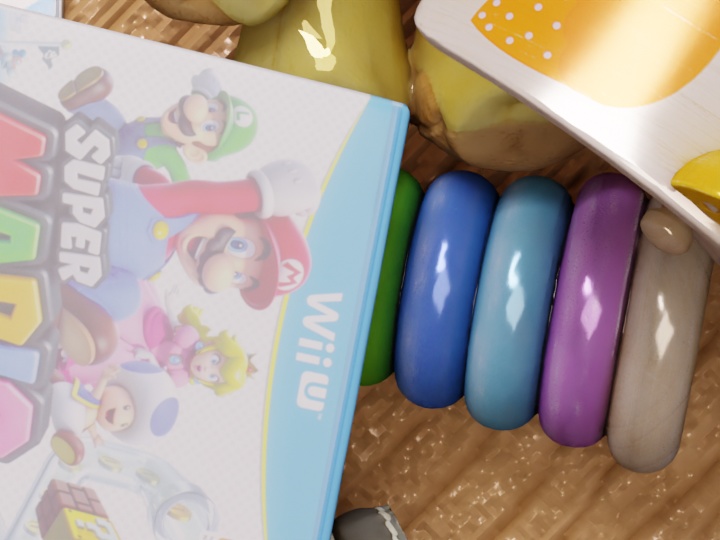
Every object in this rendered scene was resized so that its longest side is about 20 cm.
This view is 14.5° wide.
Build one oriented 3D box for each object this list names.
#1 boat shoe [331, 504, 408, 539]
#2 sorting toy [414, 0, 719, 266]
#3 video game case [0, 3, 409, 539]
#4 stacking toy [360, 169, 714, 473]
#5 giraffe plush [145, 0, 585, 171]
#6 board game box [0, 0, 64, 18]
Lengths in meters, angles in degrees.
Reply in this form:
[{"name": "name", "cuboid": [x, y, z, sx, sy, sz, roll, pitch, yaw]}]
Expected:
[{"name": "boat shoe", "cuboid": [0.045, 0.152, 0.823, 0.060, 0.072, 0.202, -26, 98, 1]}, {"name": "sorting toy", "cuboid": [0.148, -0.061, 0.715, 0.180, 0.107, 0.200, -52, 128, -5]}, {"name": "video game case", "cuboid": [-0.096, 0.004, 0.716, 0.200, 0.018, 0.143, 13, 80, -13]}, {"name": "stacking toy", "cuboid": [0.000, 0.000, 0.819, 0.200, 0.085, 0.085, 10, 93, 7]}, {"name": "giraffe plush", "cuboid": [0.018, -0.145, 0.776, 0.172, 0.162, 0.200, -6, 132, 3]}, {"name": "board game box", "cuboid": [-0.188, -0.131, 0.834, 0.200, 0.026, 0.200, 1, 93, 1]}]
